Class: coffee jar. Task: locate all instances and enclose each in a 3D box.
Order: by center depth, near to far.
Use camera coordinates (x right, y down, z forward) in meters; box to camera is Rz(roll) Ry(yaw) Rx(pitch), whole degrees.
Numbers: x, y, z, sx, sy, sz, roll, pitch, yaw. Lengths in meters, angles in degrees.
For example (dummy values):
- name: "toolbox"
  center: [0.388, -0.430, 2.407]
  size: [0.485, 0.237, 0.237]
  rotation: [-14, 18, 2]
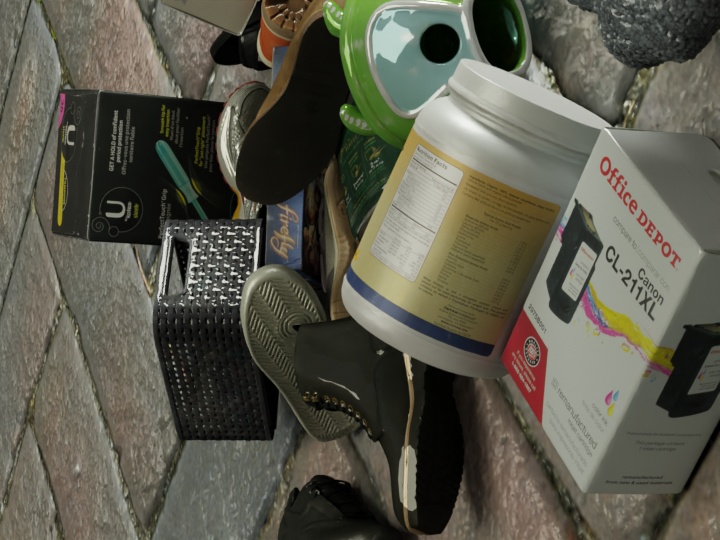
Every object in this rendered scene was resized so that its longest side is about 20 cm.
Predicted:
- name: "coffee jar"
  center: [0.021, -0.126, 1.520]
  size: [0.104, 0.085, 0.200]
  rotation: [-52, 44, 48]

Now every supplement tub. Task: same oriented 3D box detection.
- name: "supplement tub"
  center: [0.086, -0.038, 1.300]
  size: [0.200, 0.144, 0.144]
  rotation: [-65, 32, 13]

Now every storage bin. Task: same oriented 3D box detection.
- name: "storage bin"
  center: [-0.130, 0.058, 1.681]
  size: [0.200, 0.094, 0.135]
  rotation: [84, -173, -51]

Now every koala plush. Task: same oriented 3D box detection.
- name: "koala plush"
  center: [0.139, -0.232, 1.121]
  size: [0.177, 0.200, 0.184]
  rotation: [-57, 14, 43]

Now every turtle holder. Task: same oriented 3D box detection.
- name: "turtle holder"
  center: [0.061, -0.154, 1.390]
  size: [0.132, 0.141, 0.186]
  rotation: [-10, 74, 46]

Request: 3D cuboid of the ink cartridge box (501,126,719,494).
- name: "ink cartridge box"
  center: [0.186, 0.025, 1.185]
  size: [0.146, 0.083, 0.200]
  rotation: [61, 140, 47]

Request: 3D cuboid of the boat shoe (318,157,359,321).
- name: "boat shoe"
  center: [0.000, 0.000, 1.575]
  size: [0.065, 0.072, 0.200]
  rotation: [122, 140, -74]

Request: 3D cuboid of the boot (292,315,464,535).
- name: "boot"
  center: [0.007, 0.124, 1.471]
  size: [0.138, 0.077, 0.200]
  rotation: [-12, 61, 27]

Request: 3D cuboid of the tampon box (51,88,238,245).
- name: "tampon box"
  center: [-0.196, -0.101, 1.816]
  size: [0.126, 0.200, 0.150]
  rotation: [10, 96, 63]

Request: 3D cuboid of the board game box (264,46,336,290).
- name: "board game box"
  center: [-0.050, -0.089, 1.619]
  size: [0.135, 0.035, 0.200]
  rotation: [31, -120, -76]

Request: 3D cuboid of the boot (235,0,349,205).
- name: "boot"
  center: [-0.048, -0.144, 1.508]
  size: [0.075, 0.074, 0.200]
  rotation: [-95, 28, -55]

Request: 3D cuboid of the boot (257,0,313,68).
- name: "boot"
  center: [-0.046, -0.279, 1.645]
  size: [0.107, 0.075, 0.200]
  rotation: [115, 178, -66]

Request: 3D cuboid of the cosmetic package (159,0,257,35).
- name: "cosmetic package"
  center: [-0.116, -0.327, 1.717]
  size: [0.200, 0.087, 0.103]
  rotation: [-73, 9, -49]

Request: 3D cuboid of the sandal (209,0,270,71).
- name: "sandal"
  center: [-0.090, -0.232, 1.768]
  size: [0.200, 0.075, 0.048]
  rotation: [-31, 78, 59]

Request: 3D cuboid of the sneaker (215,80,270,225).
- name: "sneaker"
  center: [-0.085, -0.087, 1.749]
  size: [0.082, 0.078, 0.200]
  rotation: [-15, 83, 58]

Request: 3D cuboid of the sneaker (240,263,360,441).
- name: "sneaker"
  center: [-0.058, 0.060, 1.594]
  size: [0.085, 0.075, 0.200]
  rotation: [-107, -3, -52]

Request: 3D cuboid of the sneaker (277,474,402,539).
- name: "sneaker"
  center: [-0.025, 0.226, 1.594]
  size: [0.200, 0.076, 0.091]
  rotation: [-14, 68, 59]
